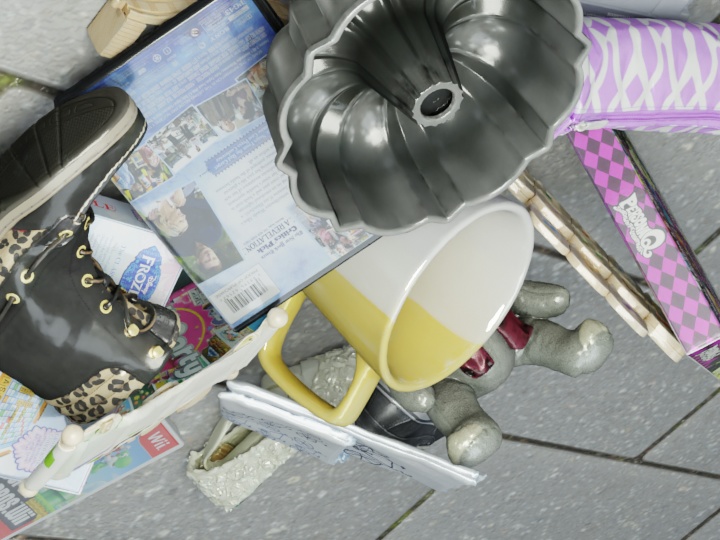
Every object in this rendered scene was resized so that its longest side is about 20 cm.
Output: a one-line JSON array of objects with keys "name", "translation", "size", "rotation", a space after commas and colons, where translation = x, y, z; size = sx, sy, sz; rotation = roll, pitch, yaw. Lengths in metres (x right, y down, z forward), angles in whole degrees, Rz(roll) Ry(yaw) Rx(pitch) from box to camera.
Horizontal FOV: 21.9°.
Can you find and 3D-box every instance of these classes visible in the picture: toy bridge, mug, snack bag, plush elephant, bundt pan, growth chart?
[{"name": "toy bridge", "translation": [-0.079, -0.144, 1.173], "size": [0.200, 0.027, 0.067], "rotation": [13, 128, -46]}, {"name": "mug", "translation": [0.002, -0.008, 1.277], "size": [0.187, 0.153, 0.150], "rotation": [-44, 151, -17]}, {"name": "snack bag", "translation": [-0.013, 0.131, 1.396], "size": [0.199, 0.021, 0.189], "rotation": [21, 169, -2]}, {"name": "plush elephant", "translation": [0.072, 0.018, 1.412], "size": [0.164, 0.200, 0.155], "rotation": [-32, 127, -17]}, {"name": "bundt pan", "translation": [0.029, -0.119, 1.088], "size": [0.201, 0.076, 0.202], "rotation": [-18, 140, -16]}, {"name": "growth chart", "translation": [-0.131, 0.087, 1.190], "size": [0.200, 0.018, 0.145], "rotation": [-30, 173, -37]}]

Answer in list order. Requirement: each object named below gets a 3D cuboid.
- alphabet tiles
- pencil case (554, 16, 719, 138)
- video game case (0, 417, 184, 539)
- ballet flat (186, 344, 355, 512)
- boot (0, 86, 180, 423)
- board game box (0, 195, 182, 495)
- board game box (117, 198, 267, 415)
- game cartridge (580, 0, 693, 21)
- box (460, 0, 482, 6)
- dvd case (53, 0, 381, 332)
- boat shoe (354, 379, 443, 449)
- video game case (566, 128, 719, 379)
[{"name": "alphabet tiles", "translation": [0.166, -0.015, 1.368], "size": [0.015, 0.200, 0.196], "rotation": [-44, -177, 10]}, {"name": "pencil case", "translation": [0.194, -0.130, 1.279], "size": [0.199, 0.086, 0.084], "rotation": [-5, 141, -33]}, {"name": "video game case", "translation": [-0.252, 0.151, 1.468], "size": [0.200, 0.017, 0.143], "rotation": [-28, 147, 0]}, {"name": "ballet flat", "translation": [-0.071, 0.123, 1.526], "size": [0.200, 0.072, 0.072], "rotation": [-45, 144, 22]}, {"name": "boot", "translation": [-0.168, -0.003, 1.128], "size": [0.200, 0.073, 0.151], "rotation": [-45, 122, 9]}, {"name": "board game box", "translation": [-0.236, 0.034, 1.190], "size": [0.199, 0.041, 0.200], "rotation": [18, 109, -28]}, {"name": "board game box", "translation": [-0.175, 0.036, 1.302], "size": [0.200, 0.064, 0.148], "rotation": [-31, 144, -4]}, {"name": "game cartridge", "translation": [0.130, -0.166, 1.293], "size": [0.200, 0.041, 0.133], "rotation": [4, 132, -40]}, {"name": "box", "translation": [0.096, -0.250, 1.108], "size": [0.200, 0.079, 0.141], "rotation": [-29, 143, 2]}, {"name": "dvd case", "translation": [-0.075, -0.069, 1.157], "size": [0.142, 0.018, 0.200], "rotation": [-33, 119, 6]}, {"name": "boat shoe", "translation": [0.036, 0.124, 1.549], "size": [0.068, 0.072, 0.200], "rotation": [-49, 169, 3]}, {"name": "video game case", "translation": [0.221, -0.020, 1.374], "size": [0.036, 0.200, 0.181], "rotation": [-30, 164, 11]}]
